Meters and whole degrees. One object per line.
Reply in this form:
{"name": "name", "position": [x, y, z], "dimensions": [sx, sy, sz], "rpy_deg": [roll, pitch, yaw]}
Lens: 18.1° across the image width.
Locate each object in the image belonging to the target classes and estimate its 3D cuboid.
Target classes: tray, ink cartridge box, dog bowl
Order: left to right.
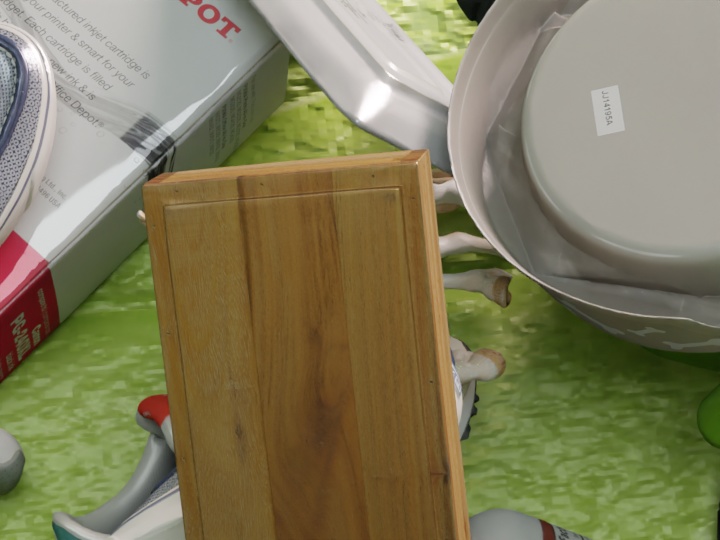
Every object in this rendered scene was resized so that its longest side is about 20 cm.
{"name": "ink cartridge box", "position": [-0.148, -0.071, 1.011], "dimensions": [0.145, 0.083, 0.200], "rpy_deg": [40, 72, 13]}
{"name": "tray", "position": [-0.015, 0.062, 0.808], "dimensions": [0.099, 0.037, 0.200], "rpy_deg": [-5, 101, 10]}
{"name": "tray", "position": [-0.007, -0.107, 0.989], "dimensions": [0.022, 0.107, 0.200], "rpy_deg": [-51, 46, 14]}
{"name": "dog bowl", "position": [0.138, -0.057, 0.908], "dimensions": [0.200, 0.059, 0.200], "rpy_deg": [-9, 59, 15]}

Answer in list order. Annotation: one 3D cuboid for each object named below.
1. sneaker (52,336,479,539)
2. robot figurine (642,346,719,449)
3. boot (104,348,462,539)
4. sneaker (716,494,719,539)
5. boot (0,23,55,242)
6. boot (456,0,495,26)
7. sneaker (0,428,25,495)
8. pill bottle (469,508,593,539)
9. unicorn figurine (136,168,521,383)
{"name": "sneaker", "position": [-0.040, 0.076, 0.944], "dimensions": [0.200, 0.070, 0.093], "rpy_deg": [-40, 111, -14]}
{"name": "robot figurine", "position": [0.190, -0.007, 0.967], "dimensions": [0.200, 0.116, 0.175], "rpy_deg": [13, 40, 24]}
{"name": "boot", "position": [-0.038, 0.087, 0.886], "dimensions": [0.200, 0.090, 0.073], "rpy_deg": [-39, 103, 14]}
{"name": "sneaker", "position": [0.238, 0.123, 0.933], "dimensions": [0.200, 0.092, 0.076], "rpy_deg": [20, 97, 48]}
{"name": "boot", "position": [-0.185, -0.025, 0.891], "dimensions": [0.073, 0.090, 0.200], "rpy_deg": [24, 72, 7]}
{"name": "boot", "position": [0.158, -0.164, 1.067], "dimensions": [0.200, 0.076, 0.168], "rpy_deg": [19, 71, -2]}
{"name": "sneaker", "position": [-0.229, 0.035, 0.973], "dimensions": [0.200, 0.070, 0.080], "rpy_deg": [24, 66, 8]}
{"name": "pill bottle", "position": [0.081, 0.162, 0.893], "dimensions": [0.200, 0.112, 0.112], "rpy_deg": [21, 68, -5]}
{"name": "unicorn figurine", "position": [0.000, 0.000, 0.963], "dimensions": [0.137, 0.200, 0.074], "rpy_deg": [8, 104, 12]}
